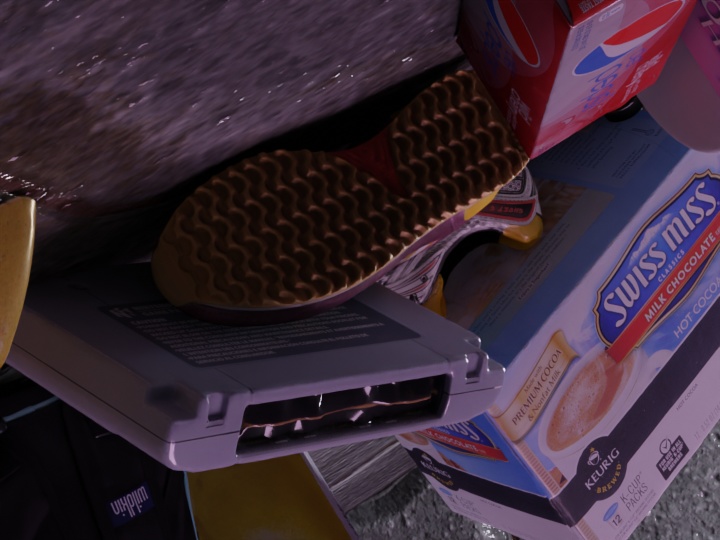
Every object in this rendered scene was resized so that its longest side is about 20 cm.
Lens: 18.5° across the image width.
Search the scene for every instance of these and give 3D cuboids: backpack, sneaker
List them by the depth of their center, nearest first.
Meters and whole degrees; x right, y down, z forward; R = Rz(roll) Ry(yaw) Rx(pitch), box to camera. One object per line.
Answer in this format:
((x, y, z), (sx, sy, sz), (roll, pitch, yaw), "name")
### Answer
((-0.013, -0.018, 0.972), (0.199, 0.075, 0.090), (-24, 168, -33), "sneaker")
((-0.158, 0.160, 1.037), (0.153, 0.201, 0.175), (-18, -176, 39), "backpack")
((0.000, 0.000, 1.085), (0.199, 0.082, 0.078), (-32, 171, 1), "sneaker")

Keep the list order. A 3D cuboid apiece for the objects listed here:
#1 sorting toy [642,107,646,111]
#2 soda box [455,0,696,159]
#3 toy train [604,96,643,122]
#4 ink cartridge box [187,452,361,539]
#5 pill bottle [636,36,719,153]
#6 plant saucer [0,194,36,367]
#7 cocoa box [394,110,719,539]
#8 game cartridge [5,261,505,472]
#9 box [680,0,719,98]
((0.273, -0.109, 1.270), (0.198, 0.070, 0.200), (-20, 180, 15), "sorting toy")
((0.083, -0.106, 0.851), (0.070, 0.064, 0.200), (-31, 171, -5), "soda box")
((0.112, -0.096, 1.057), (0.034, 0.046, 0.200), (-33, 171, 10), "toy train")
((-0.110, 0.150, 1.150), (0.199, 0.198, 0.047), (-32, 169, -5), "ink cartridge box")
((0.213, -0.135, 0.972), (0.199, 0.115, 0.114), (-29, 171, -20), "pill bottle")
((-0.219, 0.065, 0.801), (0.199, 0.049, 0.200), (-25, 169, -37), "plant saucer")
((0.113, 0.026, 1.155), (0.200, 0.131, 0.133), (-48, -148, -18), "cocoa box")
((-0.049, 0.034, 0.940), (0.199, 0.133, 0.042), (-6, 111, -46), "game cartridge")
((0.228, -0.128, 0.856), (0.199, 0.177, 0.097), (-31, 171, -8), "box")
